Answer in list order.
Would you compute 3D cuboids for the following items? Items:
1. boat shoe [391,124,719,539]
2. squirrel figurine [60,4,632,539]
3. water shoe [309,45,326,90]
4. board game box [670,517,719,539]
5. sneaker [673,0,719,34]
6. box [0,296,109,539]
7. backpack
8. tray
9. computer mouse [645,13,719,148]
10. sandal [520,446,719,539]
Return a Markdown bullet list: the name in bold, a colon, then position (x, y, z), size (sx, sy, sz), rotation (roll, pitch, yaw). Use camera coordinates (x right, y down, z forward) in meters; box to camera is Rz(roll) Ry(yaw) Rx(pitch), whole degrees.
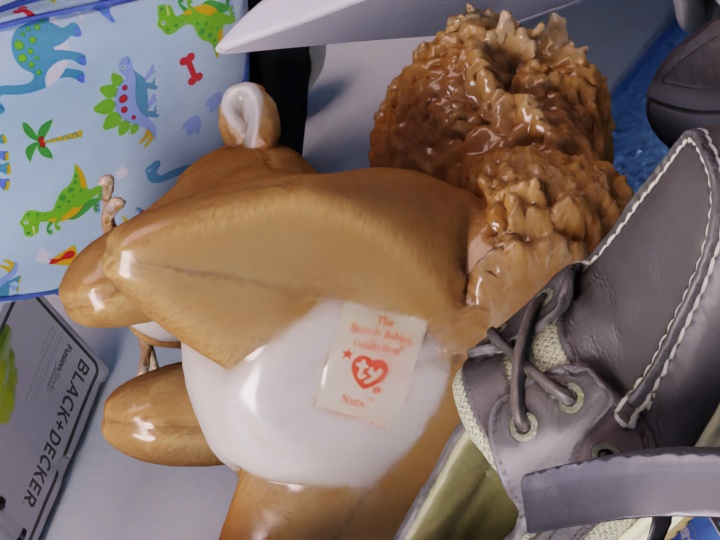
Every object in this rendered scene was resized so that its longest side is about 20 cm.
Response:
- **boat shoe**: position (0.056, 0.043, 0.771), size (0.072, 0.066, 0.201), rotation (-101, 28, -48)
- **squirrel figurine**: position (0.000, 0.000, 0.943), size (0.200, 0.142, 0.187), rotation (-24, 19, -4)
- **water shoe**: position (-0.101, -0.084, 1.213), size (0.200, 0.072, 0.079), rotation (-21, 31, 26)
- **board game box**: position (0.131, 0.092, 0.765), size (0.103, 0.019, 0.200), rotation (-29, 31, 15)
- **sneaker**: position (0.156, -0.127, 0.953), size (0.074, 0.087, 0.200), rotation (-3, -1, -14)
- **box**: position (-0.205, 0.082, 1.107), size (0.200, 0.060, 0.117), rotation (-17, 36, 32)
- **backpack**: position (-0.118, -0.065, 1.046), size (0.199, 0.163, 0.154), rotation (-2, 36, -10)
- **tray**: position (0.041, -0.107, 1.022), size (0.107, 0.022, 0.200), rotation (-18, -3, 32)
- **computer mouse**: position (0.168, -0.088, 0.867), size (0.200, 0.140, 0.046), rotation (-25, 49, 20)
- **sandal**: position (0.133, 0.067, 0.679), size (0.200, 0.076, 0.043), rotation (3, 88, 18)
